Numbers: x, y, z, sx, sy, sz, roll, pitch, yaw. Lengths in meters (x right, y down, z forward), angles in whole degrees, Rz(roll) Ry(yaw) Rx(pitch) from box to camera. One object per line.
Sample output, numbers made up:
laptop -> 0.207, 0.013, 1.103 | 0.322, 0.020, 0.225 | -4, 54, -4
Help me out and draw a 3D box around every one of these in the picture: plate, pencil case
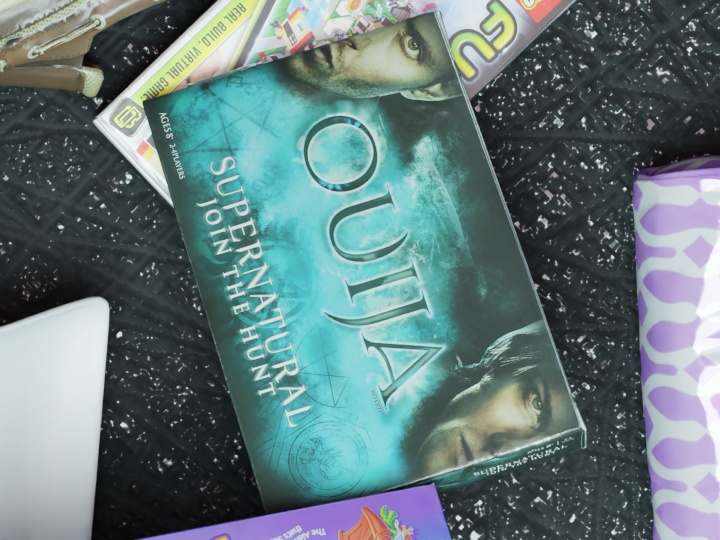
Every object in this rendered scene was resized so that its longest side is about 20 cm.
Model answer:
plate -> -0.186, 0.119, 1.234 | 0.032, 0.199, 0.201 | 17, 111, 33
pencil case -> 0.164, 0.044, 1.300 | 0.085, 0.084, 0.201 | -4, 95, -16

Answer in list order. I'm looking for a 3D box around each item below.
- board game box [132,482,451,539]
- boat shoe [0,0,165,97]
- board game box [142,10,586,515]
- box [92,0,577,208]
board game box -> -0.074, 0.146, 1.197 | 0.199, 0.135, 0.045 | -9, 68, -21
boat shoe -> -0.136, -0.104, 1.276 | 0.202, 0.075, 0.075 | -31, 104, 7
board game box -> 0.000, 0.000, 1.238 | 0.135, 0.028, 0.201 | -18, 68, -2
box -> -0.008, -0.095, 1.305 | 0.200, 0.035, 0.110 | -44, 95, 0
